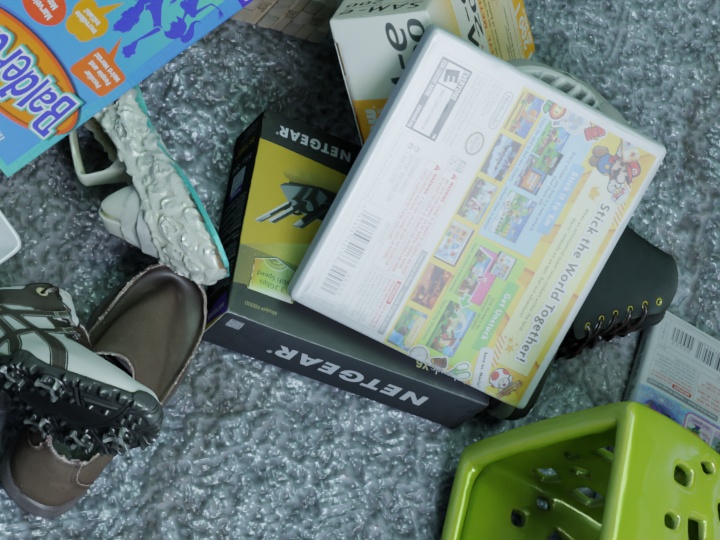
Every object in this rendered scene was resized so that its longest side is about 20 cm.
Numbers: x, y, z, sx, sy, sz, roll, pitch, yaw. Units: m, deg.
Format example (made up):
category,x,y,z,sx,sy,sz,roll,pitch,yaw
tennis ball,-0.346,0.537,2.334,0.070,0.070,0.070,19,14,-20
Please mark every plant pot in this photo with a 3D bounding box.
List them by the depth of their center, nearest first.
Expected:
category,x,y,z,sx,sy,sz,roll,pitch,yaw
plant pot,0.170,0.215,1.632,0.181,0.199,0.201,21,68,-26

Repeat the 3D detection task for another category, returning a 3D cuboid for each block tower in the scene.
category,x,y,z,sx,sy,sz,roll,pitch,yaw
block tower,-0.106,-0.216,1.762,0.199,0.058,0.054,14,63,-24

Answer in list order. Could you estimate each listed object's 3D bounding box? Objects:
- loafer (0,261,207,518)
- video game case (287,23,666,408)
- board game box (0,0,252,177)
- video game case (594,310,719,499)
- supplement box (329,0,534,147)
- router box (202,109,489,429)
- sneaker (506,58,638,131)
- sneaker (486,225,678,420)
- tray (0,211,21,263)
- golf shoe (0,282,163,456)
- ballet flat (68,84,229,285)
category,x,y,z,sx,sy,sz,roll,pitch,yaw
loafer,-0.148,0.070,1.600,0.073,0.071,0.201,36,56,-10
video game case,0.076,-0.033,1.661,0.181,0.023,0.201,26,99,-17
board game box,-0.183,-0.170,1.590,0.200,0.152,0.045,-36,48,0
video game case,0.269,0.149,1.824,0.199,0.024,0.183,30,58,-15
supplement box,0.053,-0.160,1.743,0.200,0.073,0.127,-61,141,-54
router box,0.000,0.000,1.725,0.199,0.052,0.158,20,60,-20
sneaker,0.130,-0.104,1.767,0.082,0.075,0.200,48,10,32
sneaker,0.159,0.036,1.781,0.106,0.075,0.201,30,56,-10
tray,-0.314,0.001,1.539,0.200,0.022,0.108,-36,89,-17
golf shoe,-0.187,0.046,1.523,0.095,0.199,0.078,-53,142,-30
ballet flat,-0.147,-0.059,1.649,0.071,0.072,0.201,-7,52,-31
